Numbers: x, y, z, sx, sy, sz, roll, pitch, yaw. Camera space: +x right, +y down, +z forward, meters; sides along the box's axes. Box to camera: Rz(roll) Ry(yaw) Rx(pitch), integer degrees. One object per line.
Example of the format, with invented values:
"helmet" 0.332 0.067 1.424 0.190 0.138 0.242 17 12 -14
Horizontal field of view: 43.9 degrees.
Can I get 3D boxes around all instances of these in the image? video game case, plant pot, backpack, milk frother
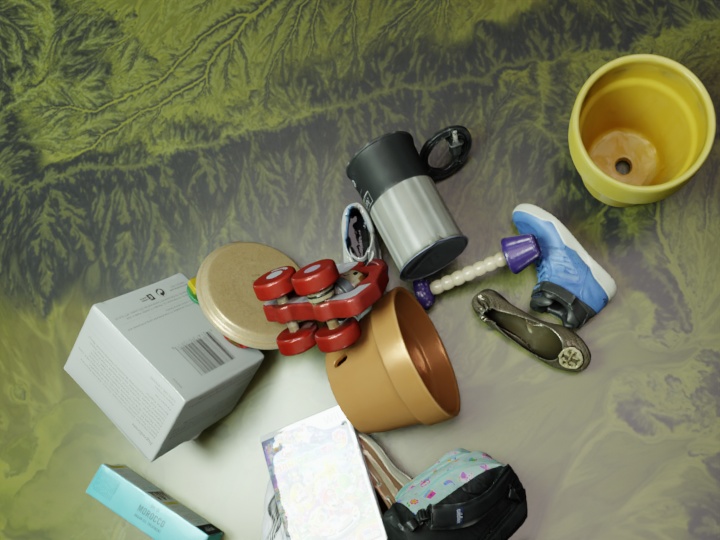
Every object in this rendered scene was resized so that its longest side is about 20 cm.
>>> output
"video game case" -0.054 0.310 1.277 0.141 0.018 0.204 -22 67 7
"plant pot" 0.041 0.145 1.299 0.138 0.199 0.204 -28 74 17
"backpack" 0.133 0.336 1.236 0.198 0.126 0.170 -32 118 -24
"plant pot" 0.402 -0.184 1.322 0.195 0.189 0.206 -2 76 7
"milk frother" 0.109 -0.109 1.345 0.197 0.181 0.191 -30 71 6

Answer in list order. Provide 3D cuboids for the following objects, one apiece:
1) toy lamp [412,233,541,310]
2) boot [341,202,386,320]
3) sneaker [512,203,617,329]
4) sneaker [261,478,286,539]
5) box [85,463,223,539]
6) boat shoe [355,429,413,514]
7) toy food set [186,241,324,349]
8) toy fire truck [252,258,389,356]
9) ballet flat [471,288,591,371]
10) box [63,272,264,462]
"toy lamp" 0.176 0.001 1.346 0.197 0.058 0.059 -26 74 21
"boot" 0.000 0.000 1.375 0.072 0.096 0.205 -11 76 4
"sneaker" 0.282 -0.001 1.351 0.111 0.077 0.200 -41 82 -14
"sneaker" -0.085 0.402 1.302 0.112 0.075 0.205 -1 74 9
"box" -0.306 0.362 1.335 0.197 0.082 0.050 30 83 13
"boat shoe" 0.008 0.300 1.305 0.199 0.076 0.072 39 55 14
"toy food set" -0.158 0.036 1.363 0.198 0.049 0.199 -25 68 -39
"toy fire truck" -0.044 0.029 1.269 0.197 0.167 0.114 -8 112 43
"ballet flat" 0.251 0.093 1.337 0.198 0.046 0.068 33 117 15
"box" -0.284 0.135 1.308 0.199 0.198 0.132 41 118 13
